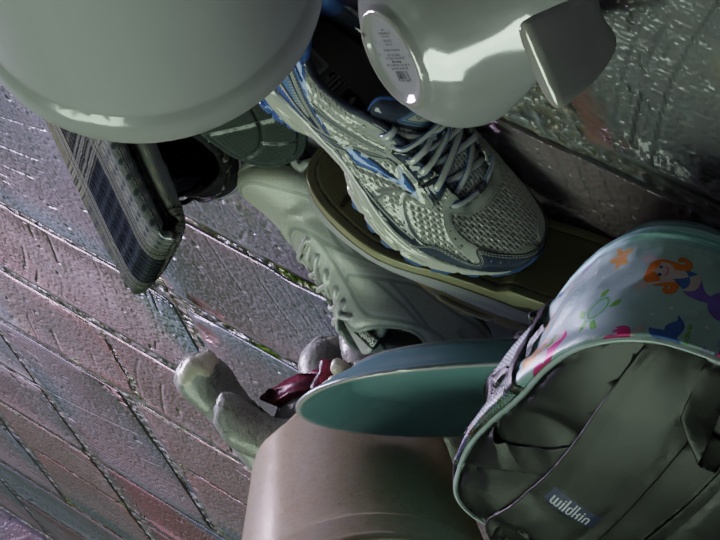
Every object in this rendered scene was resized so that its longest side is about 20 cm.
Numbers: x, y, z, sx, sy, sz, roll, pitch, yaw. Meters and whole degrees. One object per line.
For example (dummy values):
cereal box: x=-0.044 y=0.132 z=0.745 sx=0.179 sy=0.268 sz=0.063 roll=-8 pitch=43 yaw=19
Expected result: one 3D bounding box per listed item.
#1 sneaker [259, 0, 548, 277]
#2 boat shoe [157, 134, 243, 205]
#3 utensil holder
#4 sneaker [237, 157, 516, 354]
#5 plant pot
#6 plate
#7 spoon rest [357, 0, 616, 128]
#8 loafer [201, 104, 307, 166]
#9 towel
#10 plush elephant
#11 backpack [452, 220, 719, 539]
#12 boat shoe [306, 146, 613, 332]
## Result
sneaker: x=0.022 y=-0.070 z=1.077 sx=0.200 sy=0.077 sz=0.085 roll=39 pitch=158 yaw=-10
boat shoe: x=-0.104 y=-0.075 z=1.303 sx=0.070 sy=0.066 sz=0.200 roll=36 pitch=162 yaw=-1
utensil holder: x=-0.107 y=-0.176 z=0.895 sx=0.170 sy=0.170 sz=0.200 roll=30 pitch=160 yaw=17
sneaker: x=0.000 y=0.000 z=1.283 sx=0.200 sy=0.081 sz=0.075 roll=36 pitch=164 yaw=6
plant pot: x=0.000 y=0.183 z=1.289 sx=0.200 sy=0.200 sz=0.184 roll=46 pitch=-162 yaw=-28
plate: x=0.062 y=0.066 z=1.193 sx=0.200 sy=0.026 sz=0.200 roll=-2 pitch=164 yaw=-1
spoon rest: x=0.057 y=-0.107 z=0.948 sx=0.200 sy=0.061 sz=0.100 roll=18 pitch=135 yaw=65
loafer: x=-0.085 y=-0.137 z=1.156 sx=0.072 sy=0.063 sz=0.200 roll=-13 pitch=141 yaw=25
towel: x=-0.166 y=-0.091 z=1.327 sx=0.200 sy=0.034 sz=0.193 roll=63 pitch=165 yaw=5
plush elephant: x=-0.007 y=0.090 z=1.434 sx=0.164 sy=0.155 sz=0.200 roll=2 pitch=-132 yaw=-40
backpack: x=0.158 y=0.066 z=1.008 sx=0.177 sy=0.151 sz=0.200 roll=28 pitch=147 yaw=-2
boat shoe: x=0.058 y=-0.008 z=1.160 sx=0.200 sy=0.075 sz=0.068 roll=27 pitch=157 yaw=18
